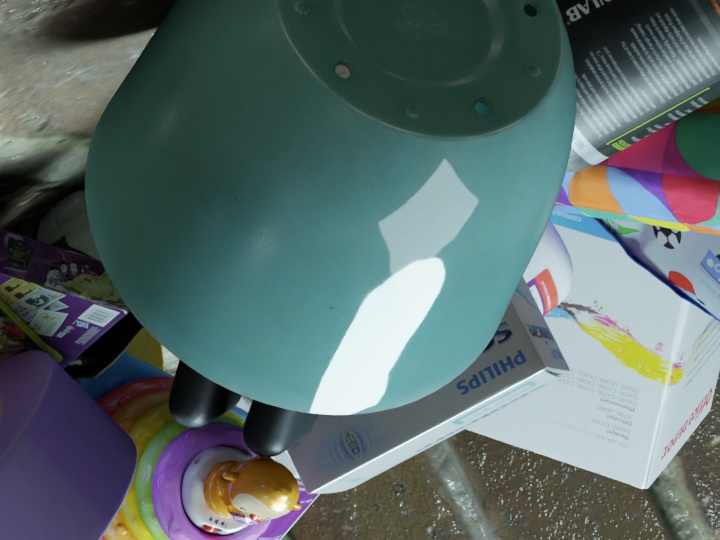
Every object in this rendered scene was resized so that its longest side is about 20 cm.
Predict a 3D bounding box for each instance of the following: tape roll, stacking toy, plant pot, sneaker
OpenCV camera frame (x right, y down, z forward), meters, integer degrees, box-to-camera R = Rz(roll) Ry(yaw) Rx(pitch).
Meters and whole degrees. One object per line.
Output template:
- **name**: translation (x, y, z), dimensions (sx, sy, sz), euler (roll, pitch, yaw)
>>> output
- **tape roll**: translation (-0.203, 0.132, 1.382), dimensions (0.200, 0.066, 0.200), euler (-38, -164, 14)
- **stacking toy**: translation (-0.082, 0.111, 1.474), dimensions (0.200, 0.116, 0.110), euler (1, -114, 64)
- **plant pot**: translation (0.000, -0.065, 1.191), dimensions (0.200, 0.201, 0.161), euler (-21, 158, -31)
- **sneaker**: translation (-0.175, 0.031, 1.522), dimensions (0.074, 0.080, 0.200), euler (14, 144, -35)

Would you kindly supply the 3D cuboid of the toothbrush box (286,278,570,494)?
- **toothbrush box**: translation (0.000, 0.000, 1.511), dimensions (0.146, 0.200, 0.085), euler (-27, 172, 11)

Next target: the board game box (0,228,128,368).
- **board game box**: translation (-0.211, 0.030, 1.440), dimensions (0.120, 0.032, 0.200), euler (14, 152, -26)

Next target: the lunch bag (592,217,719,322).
- **lunch bag**: translation (0.210, -0.083, 1.553), dimensions (0.124, 0.170, 0.200), euler (-8, 133, -58)

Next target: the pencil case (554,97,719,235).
- **pencil case**: translation (0.150, -0.065, 1.480), dimensions (0.200, 0.089, 0.088), euler (11, -163, 37)

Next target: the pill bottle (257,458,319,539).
- **pill bottle**: translation (-0.061, 0.098, 1.792), dimensions (0.200, 0.112, 0.112), euler (-50, 161, 26)

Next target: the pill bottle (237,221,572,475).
- **pill bottle**: translation (0.017, 0.026, 1.628), dimensions (0.200, 0.113, 0.112), euler (-38, 173, -11)

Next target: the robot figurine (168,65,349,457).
- **robot figurine**: translation (-0.032, -0.011, 1.404), dimensions (0.150, 0.200, 0.125), euler (14, -168, -28)

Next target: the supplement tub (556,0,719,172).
- **supplement tub**: translation (0.130, -0.129, 1.396), dimensions (0.200, 0.123, 0.123), euler (-29, 171, 14)

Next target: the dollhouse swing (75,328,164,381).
- **dollhouse swing**: translation (-0.125, 0.070, 1.710), dimensions (0.175, 0.182, 0.200), euler (-1, 161, -21)

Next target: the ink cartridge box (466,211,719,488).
- **ink cartridge box**: translation (0.155, 0.006, 1.785), dimensions (0.147, 0.146, 0.200), euler (-39, 142, -61)
